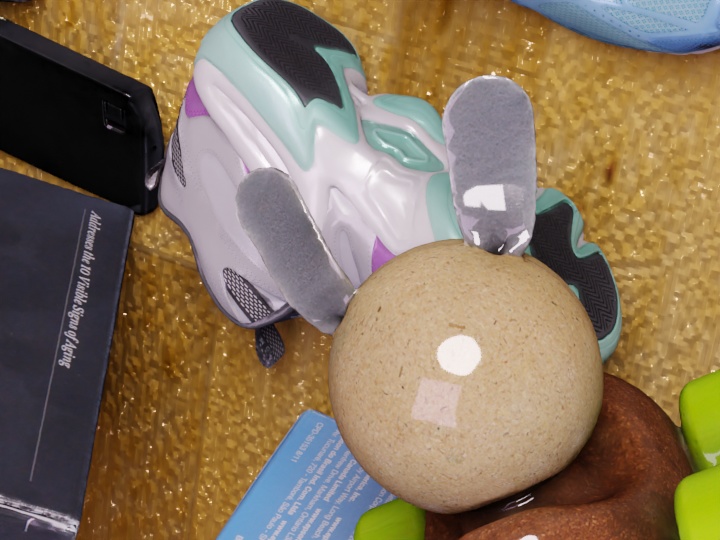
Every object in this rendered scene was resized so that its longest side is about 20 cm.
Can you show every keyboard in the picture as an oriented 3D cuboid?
[{"bbox_3d":[-0.164,-0.103,0.966,0.199,0.040,0.104,25,143,14],"label":"keyboard"}]

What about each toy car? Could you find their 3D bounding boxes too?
[{"bbox_3d":[0.042,0.038,0.779,0.164,0.158,0.201,-23,105,16],"label":"toy car"}]

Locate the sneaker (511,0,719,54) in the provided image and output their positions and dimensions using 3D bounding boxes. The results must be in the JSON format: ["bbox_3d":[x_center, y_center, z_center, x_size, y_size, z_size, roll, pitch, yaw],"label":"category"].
[{"bbox_3d":[0.047,-0.123,0.811,0.199,0.090,0.079,23,119,15],"label":"sneaker"}]

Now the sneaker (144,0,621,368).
[{"bbox_3d":[0.000,0.000,0.902,0.200,0.078,0.140,41,128,11],"label":"sneaker"}]

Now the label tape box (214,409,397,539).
[{"bbox_3d":[0.031,0.156,0.897,0.199,0.143,0.066,23,138,16],"label":"label tape box"}]

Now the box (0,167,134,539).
[{"bbox_3d":[-0.207,0.047,0.901,0.196,0.200,0.124,16,126,-10],"label":"box"}]
